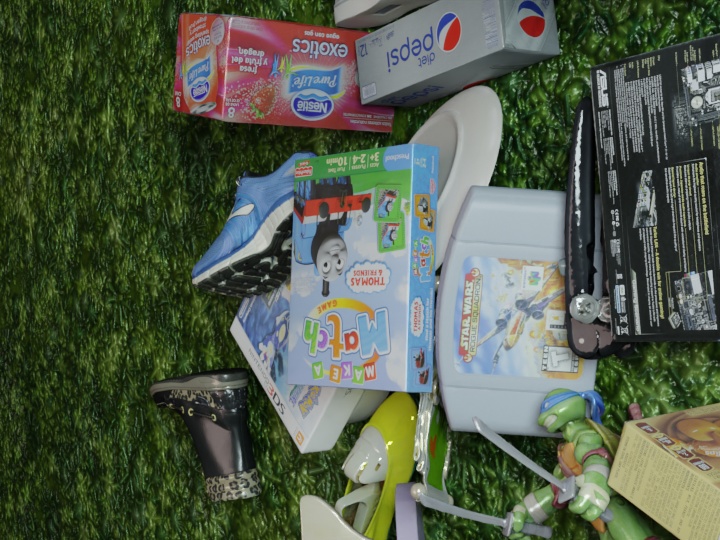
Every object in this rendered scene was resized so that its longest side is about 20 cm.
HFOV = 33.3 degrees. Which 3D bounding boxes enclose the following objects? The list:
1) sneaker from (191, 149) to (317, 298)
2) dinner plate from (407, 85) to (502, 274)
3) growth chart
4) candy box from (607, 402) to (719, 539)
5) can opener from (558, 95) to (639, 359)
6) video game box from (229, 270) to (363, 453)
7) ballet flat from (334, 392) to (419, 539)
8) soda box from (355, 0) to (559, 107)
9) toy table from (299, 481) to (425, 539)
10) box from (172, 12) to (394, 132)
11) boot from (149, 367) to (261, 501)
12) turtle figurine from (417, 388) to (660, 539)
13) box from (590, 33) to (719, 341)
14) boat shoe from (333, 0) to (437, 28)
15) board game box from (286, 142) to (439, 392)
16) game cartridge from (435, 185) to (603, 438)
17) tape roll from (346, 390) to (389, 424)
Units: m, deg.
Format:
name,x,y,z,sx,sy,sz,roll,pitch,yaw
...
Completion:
name,x,y,z,sx,sy,sz,roll,pitch,yaw
sneaker,-0.096,-0.045,1.180,0.200,0.078,0.090,-38,52,30
dinner plate,0.058,-0.074,1.057,0.200,0.024,0.201,-51,25,36
growth chart,0.071,0.111,1.051,0.018,0.145,0.202,5,85,18
candy box,0.274,0.161,0.784,0.200,0.115,0.056,35,121,47
can opener,0.180,-0.031,0.909,0.063,0.079,0.202,-4,95,18
video game box,-0.049,0.050,1.211,0.183,0.047,0.201,52,130,35
ballet flat,0.009,0.213,1.191,0.067,0.067,0.202,40,124,45
soda box,0.080,-0.196,1.055,0.199,0.068,0.064,-12,83,53
toy table,0.006,0.303,1.115,0.184,0.116,0.202,73,-167,-66
box,-0.068,-0.187,1.147,0.099,0.199,0.096,19,106,51
boot,-0.189,0.201,1.458,0.203,0.073,0.155,-15,84,55
turtle figurine,0.154,0.195,0.890,0.195,0.199,0.144,56,130,19
box,0.251,-0.055,0.820,0.163,0.086,0.202,-6,88,54
boat shoe,0.039,-0.279,1.112,0.200,0.071,0.069,-10,85,63
board game box,0.000,0.000,1.026,0.151,0.036,0.202,-3,85,46
game cartridge,0.127,0.035,0.966,0.042,0.132,0.202,-117,30,-77
tape roll,-0.032,0.060,1.257,0.202,0.037,0.205,5,96,54
